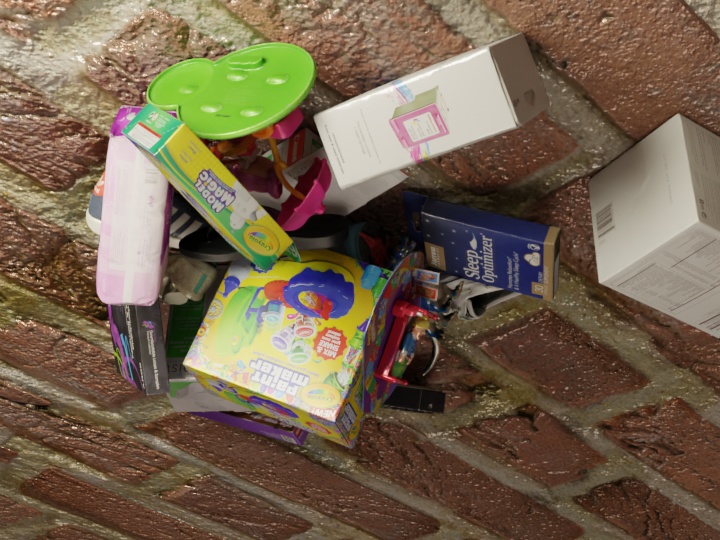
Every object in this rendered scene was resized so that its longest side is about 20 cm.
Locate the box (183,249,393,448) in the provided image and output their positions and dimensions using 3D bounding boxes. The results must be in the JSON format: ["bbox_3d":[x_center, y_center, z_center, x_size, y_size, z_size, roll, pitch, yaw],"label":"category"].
[{"bbox_3d":[-0.072,0.079,1.364,0.199,0.194,0.122,18,161,16],"label":"box"}]

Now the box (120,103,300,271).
[{"bbox_3d":[-0.147,-0.076,1.153,0.048,0.117,0.200,-48,122,-6],"label":"box"}]

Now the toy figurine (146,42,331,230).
[{"bbox_3d":[-0.112,-0.124,1.210,0.199,0.151,0.185,9,140,30],"label":"toy figurine"}]

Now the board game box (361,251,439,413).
[{"bbox_3d":[0.054,0.081,1.334,0.039,0.158,0.201,18,132,21],"label":"board game box"}]

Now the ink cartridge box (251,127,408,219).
[{"bbox_3d":[-0.051,-0.109,1.327,0.199,0.051,0.109,-28,134,35],"label":"ink cartridge box"}]

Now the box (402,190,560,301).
[{"bbox_3d":[0.143,-0.030,1.388,0.199,0.033,0.121,16,149,19],"label":"box"}]

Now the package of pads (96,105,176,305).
[{"bbox_3d":[-0.246,-0.072,1.258,0.075,0.121,0.201,6,114,-9],"label":"package of pads"}]

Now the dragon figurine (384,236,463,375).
[{"bbox_3d":[0.072,0.042,1.453,0.099,0.059,0.201,23,141,15],"label":"dragon figurine"}]

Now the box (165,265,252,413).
[{"bbox_3d":[-0.151,0.090,1.506,0.198,0.177,0.097,-1,145,6],"label":"box"}]

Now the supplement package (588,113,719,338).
[{"bbox_3d":[0.389,-0.045,1.303,0.199,0.153,0.151,22,141,-27],"label":"supplement package"}]

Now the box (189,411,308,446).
[{"bbox_3d":[-0.137,0.153,1.568,0.199,0.137,0.039,10,148,31],"label":"box"}]

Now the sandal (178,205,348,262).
[{"bbox_3d":[-0.114,-0.052,1.321,0.199,0.075,0.048,-7,119,2],"label":"sandal"}]

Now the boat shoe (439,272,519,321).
[{"bbox_3d":[0.139,0.032,1.489,0.073,0.067,0.200,12,147,-42],"label":"boat shoe"}]

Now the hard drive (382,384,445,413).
[{"bbox_3d":[0.016,0.185,1.707,0.198,0.038,0.140,8,172,-9],"label":"hard drive"}]

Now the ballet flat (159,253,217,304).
[{"bbox_3d":[-0.241,0.010,1.424,0.067,0.063,0.200,29,166,-24],"label":"ballet flat"}]

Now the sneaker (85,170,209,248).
[{"bbox_3d":[-0.225,-0.078,1.369,0.199,0.075,0.085,5,116,-28],"label":"sneaker"}]

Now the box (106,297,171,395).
[{"bbox_3d":[-0.286,0.073,1.443,0.036,0.144,0.200,-9,-174,-23],"label":"box"}]

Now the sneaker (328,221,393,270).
[{"bbox_3d":[0.000,0.000,1.477,0.095,0.080,0.200,7,145,25],"label":"sneaker"}]

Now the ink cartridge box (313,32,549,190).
[{"bbox_3d":[0.075,-0.163,1.150,0.199,0.144,0.085,-16,101,25],"label":"ink cartridge box"}]
